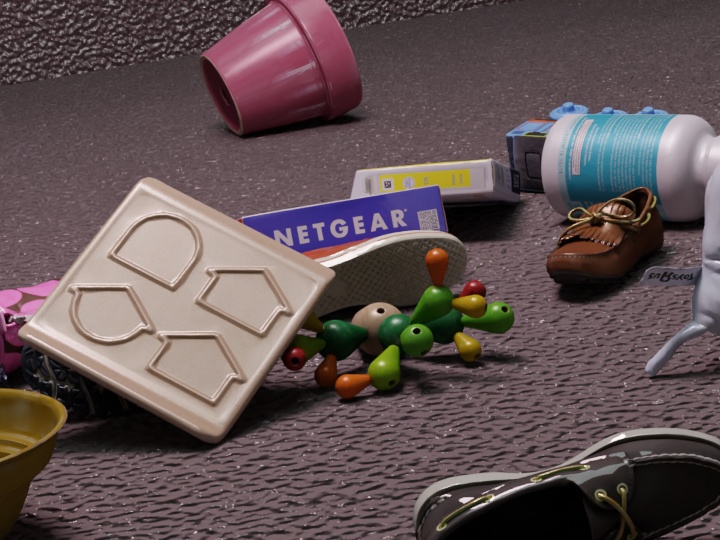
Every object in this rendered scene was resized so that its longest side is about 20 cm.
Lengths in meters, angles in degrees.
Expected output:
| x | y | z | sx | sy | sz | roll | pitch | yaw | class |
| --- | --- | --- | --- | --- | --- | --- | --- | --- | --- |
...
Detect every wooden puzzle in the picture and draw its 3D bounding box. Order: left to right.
| x | y | z | sx | sy | sz | roll | pitch | yaw | class |
| --- | --- | --- | --- | --- | --- | --- | --- | --- | --- |
| -0.145 | 0.034 | 1.597 | 0.185 | 0.046 | 0.200 | 27 | 55 | 13 | wooden puzzle |

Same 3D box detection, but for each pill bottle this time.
| x | y | z | sx | sy | sz | roll | pitch | yaw | class |
| --- | --- | --- | --- | --- | --- | --- | --- | --- | --- |
| 0.295 | -0.106 | 2.062 | 0.200 | 0.111 | 0.111 | 4 | 17 | 35 | pill bottle |

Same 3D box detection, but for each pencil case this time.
| x | y | z | sx | sy | sz | roll | pitch | yaw | class |
| --- | --- | --- | --- | --- | --- | --- | --- | --- | --- |
| -0.260 | 0.037 | 1.794 | 0.200 | 0.091 | 0.094 | -20 | -15 | -39 | pencil case |

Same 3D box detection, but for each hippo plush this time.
| x | y | z | sx | sy | sz | roll | pitch | yaw | class |
| --- | --- | --- | --- | --- | --- | --- | --- | --- | --- |
| 0.340 | -0.004 | 1.536 | 0.200 | 0.159 | 0.161 | -14 | 15 | -31 | hippo plush |

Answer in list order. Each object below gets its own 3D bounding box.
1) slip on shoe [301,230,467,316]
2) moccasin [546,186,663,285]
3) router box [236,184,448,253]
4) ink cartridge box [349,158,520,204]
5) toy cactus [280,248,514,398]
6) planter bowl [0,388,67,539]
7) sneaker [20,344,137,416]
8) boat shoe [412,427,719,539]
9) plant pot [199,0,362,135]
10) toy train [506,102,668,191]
| x | y | z | sx | sy | sz | roll | pitch | yaw | class |
| --- | --- | --- | --- | --- | --- | --- | --- | --- | --- |
| 0.000 | 0.000 | 1.847 | 0.200 | 0.074 | 0.061 | -13 | 25 | -6 | slip on shoe |
| 0.231 | -0.034 | 1.871 | 0.074 | 0.078 | 0.201 | 4 | 17 | 36 | moccasin |
| -0.037 | -0.035 | 1.957 | 0.200 | 0.049 | 0.179 | -10 | -2 | -15 | router box |
| 0.061 | -0.089 | 2.150 | 0.200 | 0.047 | 0.198 | -1 | 0 | 12 | ink cartridge box |
| 0.020 | 0.044 | 1.658 | 0.200 | 0.102 | 0.165 | -20 | 6 | -12 | toy cactus |
| -0.294 | 0.150 | 1.359 | 0.200 | 0.084 | 0.200 | -6 | 15 | 1 | planter bowl |
| -0.180 | 0.078 | 1.657 | 0.200 | 0.078 | 0.086 | -1 | 1 | -6 | sneaker |
| 0.133 | 0.148 | 1.213 | 0.201 | 0.072 | 0.061 | -13 | 18 | 1 | boat shoe |
| -0.121 | -0.286 | 2.842 | 0.179 | 0.200 | 0.200 | -27 | 19 | -15 | plant pot |
| 0.266 | -0.133 | 2.253 | 0.200 | 0.087 | 0.114 | 8 | 29 | 38 | toy train |
